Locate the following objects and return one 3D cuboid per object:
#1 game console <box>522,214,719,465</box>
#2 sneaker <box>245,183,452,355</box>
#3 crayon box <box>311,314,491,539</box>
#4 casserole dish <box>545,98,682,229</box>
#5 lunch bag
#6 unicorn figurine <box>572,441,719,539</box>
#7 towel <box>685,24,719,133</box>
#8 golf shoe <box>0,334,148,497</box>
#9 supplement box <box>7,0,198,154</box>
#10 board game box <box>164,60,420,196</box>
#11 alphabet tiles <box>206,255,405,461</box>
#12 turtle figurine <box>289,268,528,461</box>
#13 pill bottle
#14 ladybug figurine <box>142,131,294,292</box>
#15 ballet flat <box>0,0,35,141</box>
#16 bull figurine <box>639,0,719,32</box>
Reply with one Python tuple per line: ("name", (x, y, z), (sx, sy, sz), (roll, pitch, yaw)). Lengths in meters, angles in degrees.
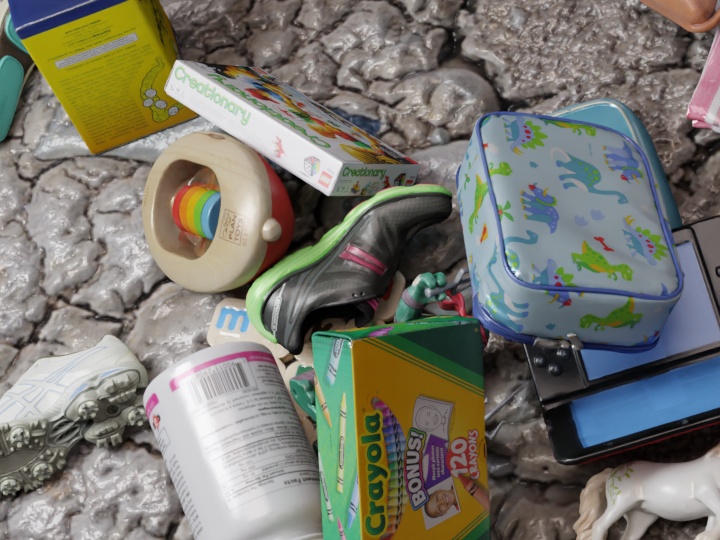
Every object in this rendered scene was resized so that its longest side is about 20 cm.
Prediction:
("game console", (0.226, 0.050, 1.466), (0.199, 0.119, 0.173), (-17, 76, 4))
("sneaker", (0.000, 0.000, 1.580), (0.200, 0.077, 0.084), (-36, 75, -3))
("crayon box", (0.032, 0.140, 1.412), (0.058, 0.118, 0.201), (6, 101, 57))
("casserole dish", (0.200, -0.069, 1.594), (0.120, 0.039, 0.201), (-17, 58, 4))
("lunch bag", (0.162, -0.029, 1.464), (0.160, 0.083, 0.201), (5, 46, -14))
("unicorn figurine", (0.251, 0.175, 1.419), (0.199, 0.074, 0.138), (4, 52, 23))
("towel", (0.392, -0.167, 1.604), (0.199, 0.030, 0.147), (14, 66, 21))
("golf shoe", (-0.275, 0.122, 1.602), (0.199, 0.079, 0.097), (-23, 41, -5))
("supplement box", (-0.234, -0.215, 1.693), (0.109, 0.200, 0.109), (-19, 59, 3))
("board game box", (-0.059, -0.124, 1.645), (0.200, 0.126, 0.035), (33, 109, 27))
("alphabet tiles", (-0.040, 0.081, 1.586), (0.199, 0.015, 0.197), (7, 64, 18))
("turtle figurine", (0.047, 0.081, 1.503), (0.199, 0.101, 0.150), (-29, 101, -15))
("pill bottle", (-0.087, 0.168, 1.482), (0.113, 0.113, 0.201), (-24, 69, 0))
("ladybug figurine", (-0.117, -0.048, 1.614), (0.200, 0.072, 0.137), (24, 103, 53))
("ballet flat", (-0.343, -0.209, 1.803), (0.069, 0.070, 0.201), (13, 66, 21))
("bull figurine", (0.260, -0.284, 1.671), (0.200, 0.065, 0.122), (39, 91, 31))
